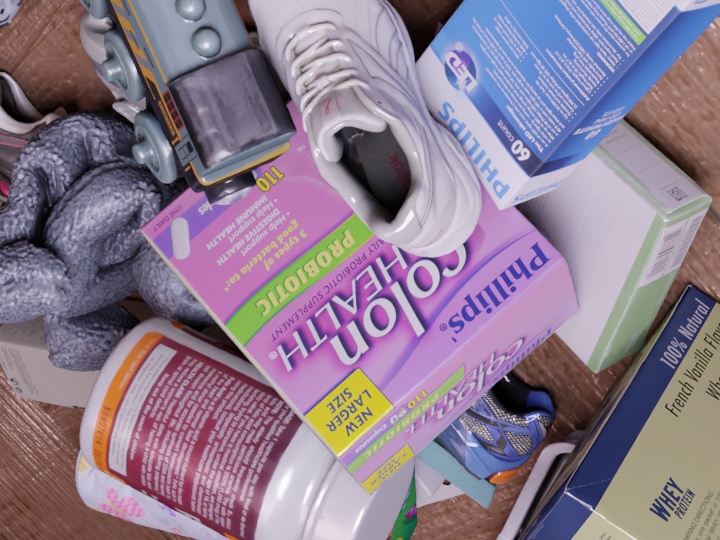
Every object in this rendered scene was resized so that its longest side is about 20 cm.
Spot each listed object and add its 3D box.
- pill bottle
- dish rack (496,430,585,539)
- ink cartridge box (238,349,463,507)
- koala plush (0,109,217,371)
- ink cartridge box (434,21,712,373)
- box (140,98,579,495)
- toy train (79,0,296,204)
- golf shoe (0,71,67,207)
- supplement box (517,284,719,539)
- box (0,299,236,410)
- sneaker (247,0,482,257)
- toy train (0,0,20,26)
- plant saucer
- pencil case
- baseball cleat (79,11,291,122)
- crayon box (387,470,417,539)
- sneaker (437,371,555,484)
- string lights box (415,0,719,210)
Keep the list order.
[{"bbox_3d":[-0.073,0.119,1.099,0.200,0.114,0.114,25,138,17],"label":"pill bottle"},{"bbox_3d":[0.194,0.202,1.216,0.172,0.044,0.200,31,142,12],"label":"dish rack"},{"bbox_3d":[-0.001,0.121,1.277,0.200,0.068,0.116,50,140,-12],"label":"ink cartridge box"},{"bbox_3d":[-0.138,-0.022,1.191,0.200,0.184,0.177,7,163,19],"label":"koala plush"},{"bbox_3d":[0.114,-0.052,1.051,0.200,0.048,0.146,47,144,26],"label":"ink cartridge box"},{"bbox_3d":[0.000,0.000,1.024,0.200,0.176,0.097,48,175,23],"label":"box"},{"bbox_3d":[-0.104,-0.135,0.959,0.200,0.085,0.114,67,160,-1],"label":"toy train"},{"bbox_3d":[-0.309,-0.128,1.298,0.200,0.077,0.088,29,119,9],"label":"golf shoe"},{"bbox_3d":[0.224,0.158,1.036,0.200,0.200,0.134,34,140,7],"label":"supplement box"},{"bbox_3d":[-0.201,0.071,1.376,0.200,0.082,0.068,9,130,34],"label":"box"},{"bbox_3d":[-0.005,-0.099,0.930,0.078,0.099,0.200,-37,80,17],"label":"sneaker"},{"bbox_3d":[-0.333,-0.229,1.197,0.200,0.085,0.114,13,145,26],"label":"toy train"},{"bbox_3d":[0.026,0.094,1.202,0.200,0.070,0.019,39,118,-22],"label":"plant saucer"},{"bbox_3d":[-0.151,0.185,1.439,0.200,0.083,0.091,9,132,32],"label":"pencil case"},{"bbox_3d":[-0.100,-0.124,1.144,0.200,0.070,0.106,27,152,21],"label":"baseball cleat"},{"bbox_3d":[-0.060,0.143,1.218,0.200,0.058,0.119,21,151,16],"label":"crayon box"},{"bbox_3d":[0.061,0.058,1.183,0.200,0.075,0.078,43,125,-9],"label":"sneaker"},{"bbox_3d":[0.117,-0.135,0.921,0.103,0.059,0.200,55,136,14],"label":"string lights box"}]
